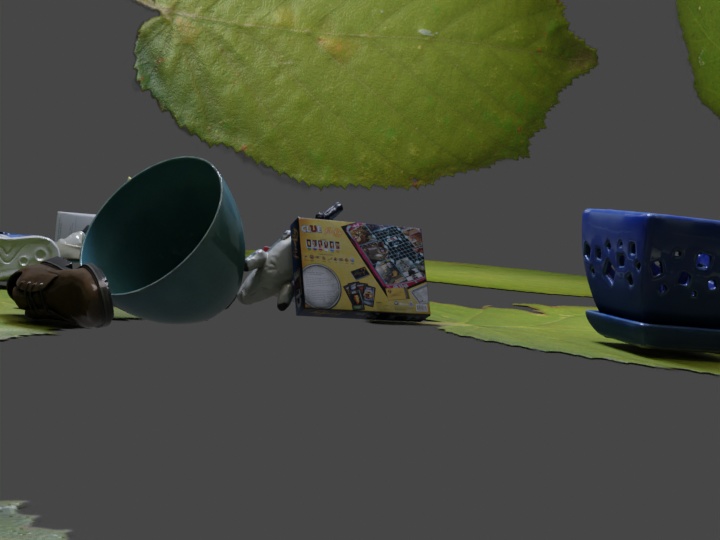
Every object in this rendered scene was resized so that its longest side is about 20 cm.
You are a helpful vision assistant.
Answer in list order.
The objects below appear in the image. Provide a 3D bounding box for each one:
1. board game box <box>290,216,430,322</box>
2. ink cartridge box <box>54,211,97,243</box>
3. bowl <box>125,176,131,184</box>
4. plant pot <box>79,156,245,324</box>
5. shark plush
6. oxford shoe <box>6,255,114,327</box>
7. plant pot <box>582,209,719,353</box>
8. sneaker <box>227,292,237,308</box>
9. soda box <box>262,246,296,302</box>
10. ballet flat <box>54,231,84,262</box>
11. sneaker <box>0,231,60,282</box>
[{"bbox_3d":[0.000,0.000,1.755,0.197,0.137,0.035,5,-21,-25],"label":"board game box"},{"bbox_3d":[-0.484,-0.063,2.436,0.198,0.089,0.145,9,4,28],"label":"ink cartridge box"},{"bbox_3d":[-0.325,-0.035,1.882,0.201,0.094,0.201,49,-7,8],"label":"bowl"},{"bbox_3d":[-0.215,-0.015,1.464,0.198,0.202,0.135,8,-31,38],"label":"plant pot"},{"bbox_3d":[-0.108,-0.032,1.790,0.090,0.201,0.083,34,-10,-7],"label":"shark plush"},{"bbox_3d":[-0.333,0.032,1.353,0.084,0.074,0.199,-16,13,-35],"label":"oxford shoe"},{"bbox_3d":[0.430,0.014,1.719,0.197,0.183,0.200,4,4,-16],"label":"plant pot"},{"bbox_3d":[-0.204,0.026,1.671,0.083,0.078,0.200,23,9,7],"label":"sneaker"},{"bbox_3d":[-0.085,0.013,1.855,0.063,0.071,0.199,24,-7,-33],"label":"soda box"},{"bbox_3d":[-0.485,-0.040,2.215,0.197,0.071,0.069,5,3,-11],"label":"ballet flat"},{"bbox_3d":[-0.528,-0.017,1.740,0.197,0.082,0.146,1,-3,-23],"label":"sneaker"}]
